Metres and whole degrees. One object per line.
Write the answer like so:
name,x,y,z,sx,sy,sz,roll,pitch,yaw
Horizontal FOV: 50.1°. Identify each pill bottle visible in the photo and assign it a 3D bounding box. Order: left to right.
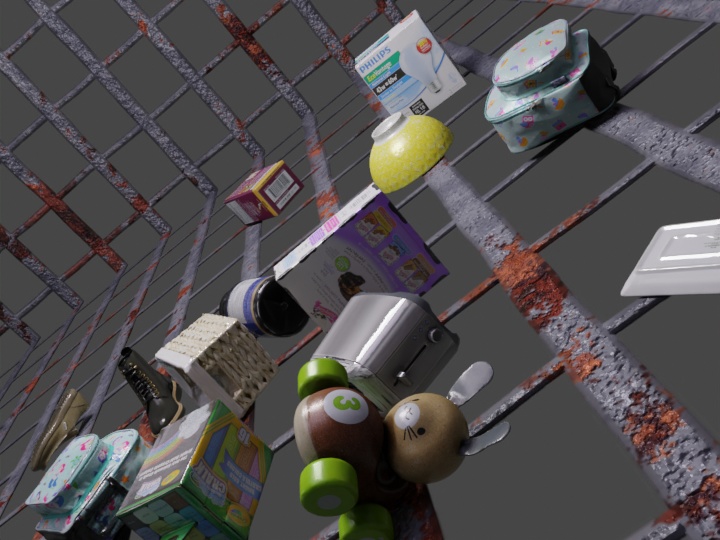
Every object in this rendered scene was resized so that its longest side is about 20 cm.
pill bottle,-0.182,0.068,1.415,0.112,0.112,0.200,-51,22,-25

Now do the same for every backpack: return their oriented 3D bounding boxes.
backpack,-0.421,0.346,1.239,0.177,0.151,0.200,-19,25,48
backpack,0.294,-0.293,1.249,0.200,0.153,0.176,-36,25,34

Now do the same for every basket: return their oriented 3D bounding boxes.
basket,-0.242,0.160,1.308,0.123,0.136,0.200,-44,20,-20

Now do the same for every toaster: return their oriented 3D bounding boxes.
toaster,0.020,0.104,0.975,0.129,0.114,0.200,-52,24,-21

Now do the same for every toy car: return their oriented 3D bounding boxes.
toy car,0.048,0.162,0.778,0.200,0.158,0.164,-24,36,12

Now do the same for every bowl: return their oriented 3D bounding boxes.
bowl,0.087,-0.268,1.626,0.200,0.108,0.200,-35,21,15

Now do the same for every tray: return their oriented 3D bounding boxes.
tray,0.355,-0.021,0.758,0.107,0.022,0.200,-50,22,-25

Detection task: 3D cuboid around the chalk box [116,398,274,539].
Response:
chalk box,-0.214,0.293,0.997,0.124,0.124,0.200,-29,24,27

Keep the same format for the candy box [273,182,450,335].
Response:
candy box,0.000,0.000,1.142,0.200,0.168,0.072,-40,20,3

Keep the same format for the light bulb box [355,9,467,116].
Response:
light bulb box,0.121,-0.489,1.884,0.198,0.200,0.125,-36,20,15

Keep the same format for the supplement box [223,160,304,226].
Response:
supplement box,-0.274,-0.215,2.175,0.200,0.103,0.131,-9,38,55

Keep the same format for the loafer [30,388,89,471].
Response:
loafer,-0.690,0.374,1.777,0.076,0.067,0.200,-10,52,60

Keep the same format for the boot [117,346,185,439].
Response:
boot,-0.404,0.229,1.444,0.077,0.138,0.200,-42,21,-5
